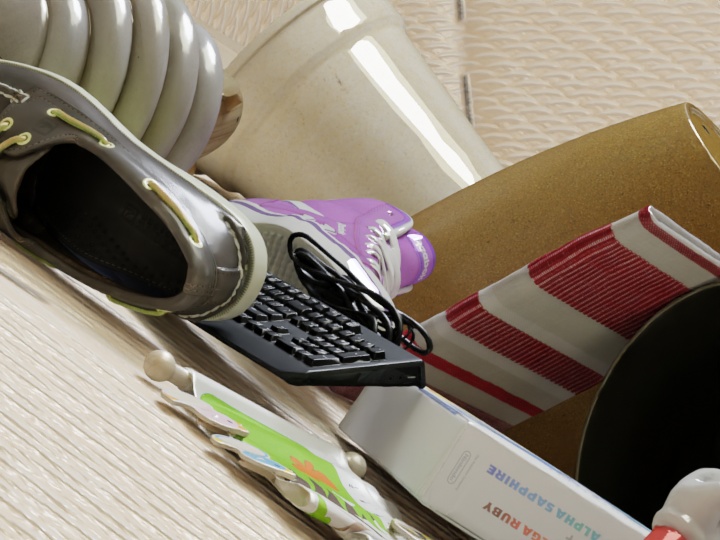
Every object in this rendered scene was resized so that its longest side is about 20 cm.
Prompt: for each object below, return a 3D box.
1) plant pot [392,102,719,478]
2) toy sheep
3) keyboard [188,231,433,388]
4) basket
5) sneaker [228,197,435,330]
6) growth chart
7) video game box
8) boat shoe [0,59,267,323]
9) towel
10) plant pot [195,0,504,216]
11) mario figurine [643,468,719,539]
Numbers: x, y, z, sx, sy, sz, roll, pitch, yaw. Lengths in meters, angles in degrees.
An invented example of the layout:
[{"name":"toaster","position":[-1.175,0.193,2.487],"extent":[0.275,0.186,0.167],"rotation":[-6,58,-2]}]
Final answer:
[{"name":"plant pot","position":[0.139,-0.003,1.607],"extent":[0.186,0.200,0.186],"rotation":[47,16,-18]},{"name":"toy sheep","position":[-0.149,-0.108,1.488],"extent":[0.200,0.138,0.138],"rotation":[13,16,-32]},{"name":"keyboard","position":[-0.042,0.006,1.286],"extent":[0.104,0.040,0.200],"rotation":[2,17,-36]},{"name":"basket","position":[0.218,0.120,1.478],"extent":[0.136,0.181,0.200],"rotation":[17,-10,31]},{"name":"sneaker","position":[0.000,-0.001,1.421],"extent":[0.114,0.073,0.200],"rotation":[-5,20,-24]},{"name":"growth chart","position":[0.001,0.098,1.111],"extent":[0.145,0.018,0.200],"rotation":[30,4,-44]},{"name":"video game box","position":[0.090,0.117,1.249],"extent":[0.182,0.047,0.200],"rotation":[36,-1,-12]},{"name":"boat shoe","position":[-0.135,-0.041,1.236],"extent":[0.201,0.072,0.061],"rotation":[29,12,21]},{"name":"towel","position":[0.097,0.031,1.448],"extent":[0.144,0.200,0.023],"rotation":[27,40,-54]},{"name":"plant pot","position":[0.003,-0.079,1.972],"extent":[0.184,0.200,0.200],"rotation":[47,8,14]},{"name":"mario figurine","position":[0.141,0.147,1.038],"extent":[0.123,0.106,0.200],"rotation":[38,6,17]}]
